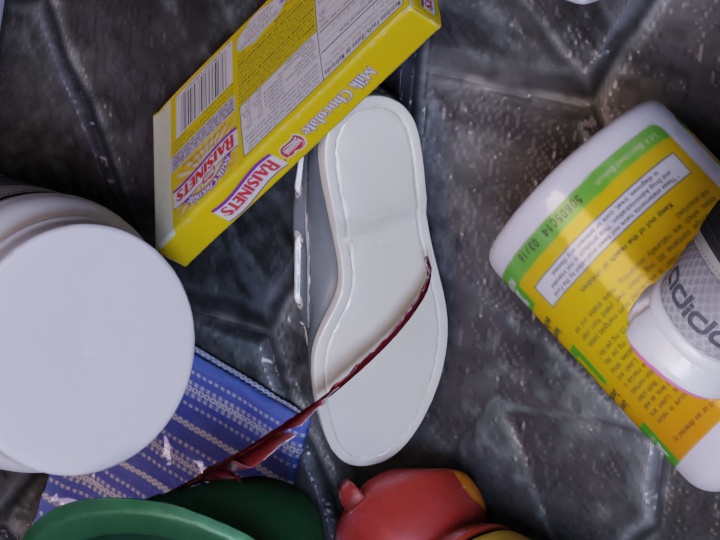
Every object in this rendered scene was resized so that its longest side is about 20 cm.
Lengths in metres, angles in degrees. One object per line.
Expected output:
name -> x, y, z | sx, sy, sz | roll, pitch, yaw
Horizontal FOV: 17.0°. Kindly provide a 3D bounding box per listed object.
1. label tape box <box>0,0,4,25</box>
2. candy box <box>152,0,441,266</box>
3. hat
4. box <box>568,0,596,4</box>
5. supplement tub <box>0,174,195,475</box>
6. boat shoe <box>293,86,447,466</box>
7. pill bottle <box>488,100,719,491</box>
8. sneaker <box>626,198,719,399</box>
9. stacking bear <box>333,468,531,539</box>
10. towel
label tape box -> -0.286, -0.086, 1.356 | 0.143, 0.066, 0.201 | 22, 111, 23
candy box -> -0.036, -0.098, 1.198 | 0.200, 0.026, 0.103 | -41, 38, 32
hat -> -0.054, 0.119, 1.222 | 0.199, 0.176, 0.166 | -4, 128, 27
box -> 0.102, -0.237, 1.016 | 0.130, 0.200, 0.200 | 25, 114, 20
supplement tub -> -0.181, 0.025, 1.239 | 0.200, 0.140, 0.141 | 17, 115, 60
boat shoe -> 0.000, 0.000, 1.230 | 0.062, 0.072, 0.201 | -137, 41, -62
pill bottle -> 0.163, 0.029, 1.103 | 0.200, 0.111, 0.111 | 48, 121, 11
sneaker -> 0.195, -0.016, 1.017 | 0.074, 0.199, 0.088 | 49, 135, 12
stacking bear -> 0.065, 0.172, 1.192 | 0.114, 0.121, 0.200 | -47, 55, -1
towel -> -0.116, 0.134, 1.342 | 0.144, 0.024, 0.201 | 29, 115, 19
